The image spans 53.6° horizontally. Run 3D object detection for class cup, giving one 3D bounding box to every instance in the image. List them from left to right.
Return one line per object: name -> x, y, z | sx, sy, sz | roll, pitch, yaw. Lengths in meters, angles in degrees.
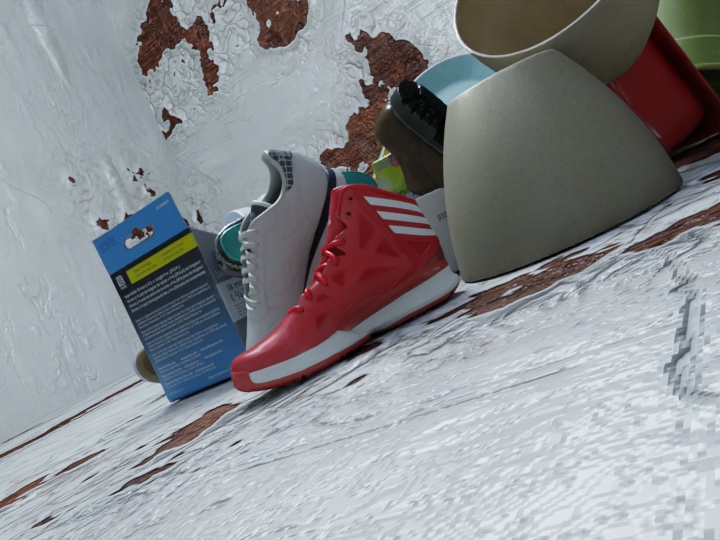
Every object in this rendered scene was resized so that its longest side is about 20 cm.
cup -> 0.149, -0.099, 0.611 | 0.198, 0.145, 0.200 | -25, 3, 1

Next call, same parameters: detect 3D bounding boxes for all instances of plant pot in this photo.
plant pot -> 0.209, -0.256, 0.698 | 0.199, 0.203, 0.134 | -24, -40, 35
plant pot -> 0.408, -0.308, 0.924 | 0.196, 0.194, 0.200 | -2, -10, 0

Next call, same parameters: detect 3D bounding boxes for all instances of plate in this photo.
plate -> 0.131, -0.195, 0.946 | 0.198, 0.203, 0.026 | -25, -29, 19

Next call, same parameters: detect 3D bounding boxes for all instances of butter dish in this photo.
butter dish -> 0.278, -0.175, 0.826 | 0.148, 0.199, 0.199 | -51, 14, -22

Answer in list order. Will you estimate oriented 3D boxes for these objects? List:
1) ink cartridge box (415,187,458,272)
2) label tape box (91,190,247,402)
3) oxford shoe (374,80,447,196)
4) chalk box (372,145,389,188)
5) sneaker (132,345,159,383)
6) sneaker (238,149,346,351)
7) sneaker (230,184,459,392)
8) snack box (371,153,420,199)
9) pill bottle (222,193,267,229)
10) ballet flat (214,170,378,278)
ink cartridge box -> 0.000, 0.000, 0.752 | 0.144, 0.085, 0.199 | -27, 3, -38
label tape box -> -0.191, 0.027, 0.787 | 0.143, 0.203, 0.063 | -23, 3, 32
oxford shoe -> 0.095, -0.102, 0.753 | 0.084, 0.200, 0.073 | -47, -4, 41
chalk box -> 0.070, -0.103, 1.029 | 0.124, 0.123, 0.203 | 117, 171, -73
sneaker -> -0.268, 0.124, 1.051 | 0.107, 0.071, 0.199 | -18, 0, 38
sneaker -> -0.080, -0.008, 0.655 | 0.080, 0.203, 0.076 | 15, -1, -33
sneaker -> -0.027, 0.005, 0.557 | 0.198, 0.117, 0.078 | -27, 3, -22
snack box -> 0.130, -0.099, 0.797 | 0.198, 0.144, 0.053 | -26, 1, 18
pill bottle -> -0.069, -0.050, 0.905 | 0.198, 0.115, 0.112 | -15, -4, -36
ballet flat -> -0.069, -0.048, 0.765 | 0.198, 0.073, 0.072 | -27, 3, -26
